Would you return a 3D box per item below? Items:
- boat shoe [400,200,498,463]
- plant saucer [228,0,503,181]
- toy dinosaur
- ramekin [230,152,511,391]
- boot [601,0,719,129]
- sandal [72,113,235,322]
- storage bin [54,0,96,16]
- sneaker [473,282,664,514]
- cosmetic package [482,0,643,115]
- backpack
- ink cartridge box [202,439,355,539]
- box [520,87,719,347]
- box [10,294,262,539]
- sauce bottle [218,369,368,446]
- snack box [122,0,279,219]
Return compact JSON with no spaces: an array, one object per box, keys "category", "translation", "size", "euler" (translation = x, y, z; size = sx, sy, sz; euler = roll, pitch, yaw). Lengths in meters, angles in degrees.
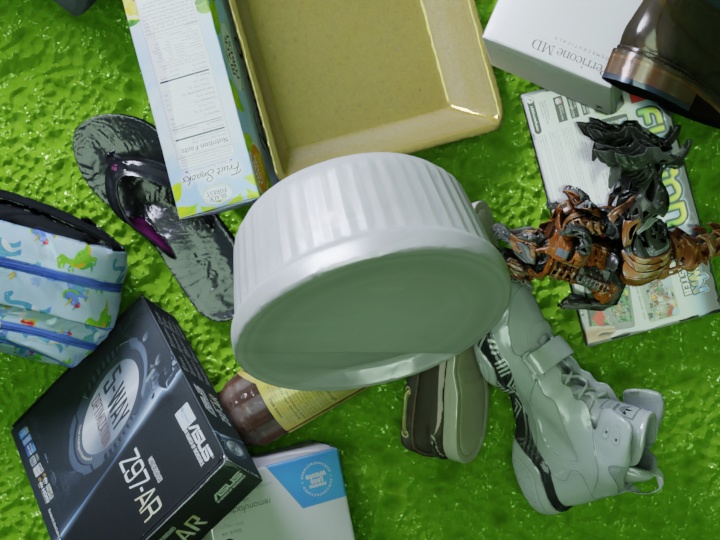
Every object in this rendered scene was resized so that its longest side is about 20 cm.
[{"category":"boat shoe","translation":[0.067,0.045,1.114],"size":[0.059,0.072,0.202],"euler":[4,90,32]},{"category":"plant saucer","translation":[-0.007,-0.179,1.080],"size":[0.198,0.048,0.202],"euler":[-17,92,-24]},{"category":"toy dinosaur","translation":[0.196,-0.037,1.059],"size":[0.198,0.102,0.137],"euler":[-9,110,-21]},{"category":"ramekin","translation":[0.000,0.000,1.010],"size":[0.201,0.203,0.095],"euler":[-19,61,7]},{"category":"boot","translation":[0.249,-0.157,1.019],"size":[0.074,0.199,0.098],"euler":[24,98,35]},{"category":"sandal","translation":[-0.153,-0.047,1.139],"size":[0.075,0.048,0.201],"euler":[-41,90,8]},{"category":"storage bin","translation":[-0.210,-0.295,1.081],"size":[0.134,0.145,0.200],"euler":[43,73,-8]},{"category":"sneaker","translation":[0.161,0.086,1.082],"size":[0.114,0.075,0.202],"euler":[-11,100,37]},{"category":"cosmetic package","translation":[0.177,-0.232,1.051],"size":[0.107,0.085,0.202],"euler":[22,86,12]},{"category":"backpack","translation":[-0.281,-0.002,1.107],"size":[0.198,0.163,0.155],"euler":[0,90,-15]},{"category":"ink cartridge box","translation":[-0.060,0.247,1.122],"size":[0.115,0.068,0.202],"euler":[-12,94,-20]},{"category":"box","translation":[0.201,-0.052,1.106],"size":[0.109,0.035,0.202],"euler":[-14,93,7]},{"category":"box","translation":[-0.177,0.140,1.097],"size":[0.160,0.043,0.200],"euler":[-44,45,9]},{"category":"sauce bottle","translation":[-0.064,0.097,1.133],"size":[0.199,0.065,0.065],"euler":[-30,91,6]},{"category":"snack box","translation":[-0.112,-0.146,1.066],"size":[0.067,0.169,0.202],"euler":[-15,92,9]}]
